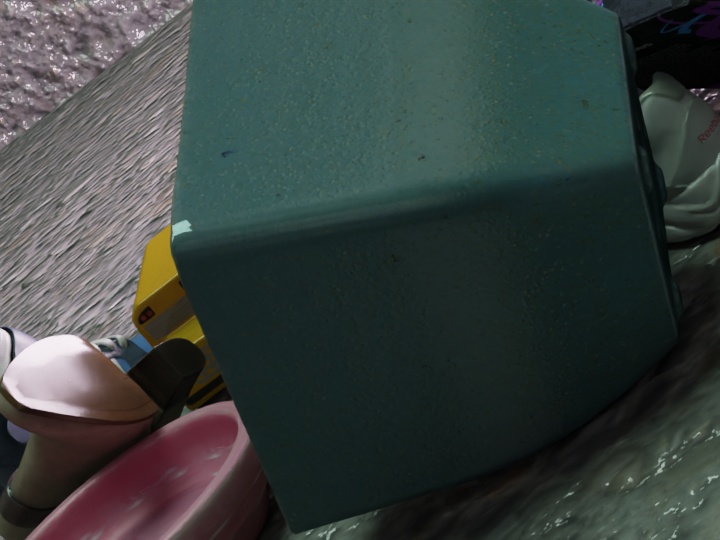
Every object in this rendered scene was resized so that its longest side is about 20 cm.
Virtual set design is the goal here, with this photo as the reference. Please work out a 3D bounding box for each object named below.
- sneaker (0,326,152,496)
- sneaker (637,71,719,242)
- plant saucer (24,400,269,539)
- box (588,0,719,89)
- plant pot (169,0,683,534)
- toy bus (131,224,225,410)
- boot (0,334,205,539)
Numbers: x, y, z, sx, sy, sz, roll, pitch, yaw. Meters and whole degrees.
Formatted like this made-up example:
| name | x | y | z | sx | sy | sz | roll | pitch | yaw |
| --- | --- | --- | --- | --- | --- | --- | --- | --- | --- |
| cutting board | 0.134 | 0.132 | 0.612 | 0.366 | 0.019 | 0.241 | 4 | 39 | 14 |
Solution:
| name | x | y | z | sx | sy | sz | roll | pitch | yaw |
| --- | --- | --- | --- | --- | --- | --- | --- | --- | --- |
| sneaker | -0.213 | 0.063 | 1.500 | 0.081 | 0.147 | 0.200 | -25 | 20 | 42 |
| sneaker | 0.117 | -0.057 | 1.164 | 0.200 | 0.099 | 0.078 | -23 | 23 | 46 |
| plant saucer | -0.123 | 0.154 | 1.204 | 0.200 | 0.051 | 0.201 | -36 | 15 | 11 |
| box | 0.182 | -0.130 | 1.155 | 0.200 | 0.036 | 0.143 | -6 | -10 | -41 |
| plant pot | 0.040 | -0.024 | 1.024 | 0.200 | 0.196 | 0.197 | -10 | 42 | 10 |
| toy bus | -0.109 | 0.023 | 1.508 | 0.065 | 0.078 | 0.200 | -36 | 15 | 8 |
| boot | -0.177 | 0.108 | 1.321 | 0.146 | 0.070 | 0.200 | -50 | -23 | 26 |
